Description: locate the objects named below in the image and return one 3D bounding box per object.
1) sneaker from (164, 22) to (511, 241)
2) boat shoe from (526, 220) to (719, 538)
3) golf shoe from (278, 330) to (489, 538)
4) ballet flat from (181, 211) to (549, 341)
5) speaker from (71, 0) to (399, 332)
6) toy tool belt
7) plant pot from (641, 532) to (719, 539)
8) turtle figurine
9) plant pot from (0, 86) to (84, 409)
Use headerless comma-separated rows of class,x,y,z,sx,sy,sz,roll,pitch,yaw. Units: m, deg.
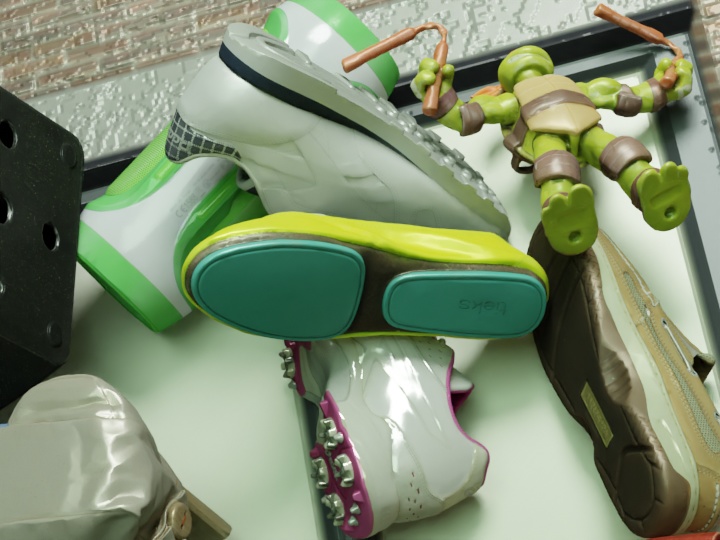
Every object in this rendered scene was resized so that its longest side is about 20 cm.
sneaker,-0.009,-0.054,1.127,0.081,0.200,0.076,-57,24,10
boat shoe,0.146,0.052,1.093,0.076,0.072,0.200,-1,52,-23
golf shoe,0.007,0.048,1.131,0.091,0.075,0.200,-8,60,-15
ballet flat,0.000,0.000,1.088,0.200,0.067,0.067,5,31,-19
speaker,-0.071,-0.062,1.179,0.088,0.088,0.200,39,81,25
toy tool belt,-0.179,0.136,1.113,0.200,0.123,0.125,-13,58,17
plant pot,0.094,0.238,0.958,0.176,0.200,0.200,-1,66,25
turtle figurine,0.098,-0.074,1.124,0.200,0.064,0.161,-2,38,-19
plant pot,-0.259,-0.018,1.124,0.177,0.199,0.200,-12,64,27
